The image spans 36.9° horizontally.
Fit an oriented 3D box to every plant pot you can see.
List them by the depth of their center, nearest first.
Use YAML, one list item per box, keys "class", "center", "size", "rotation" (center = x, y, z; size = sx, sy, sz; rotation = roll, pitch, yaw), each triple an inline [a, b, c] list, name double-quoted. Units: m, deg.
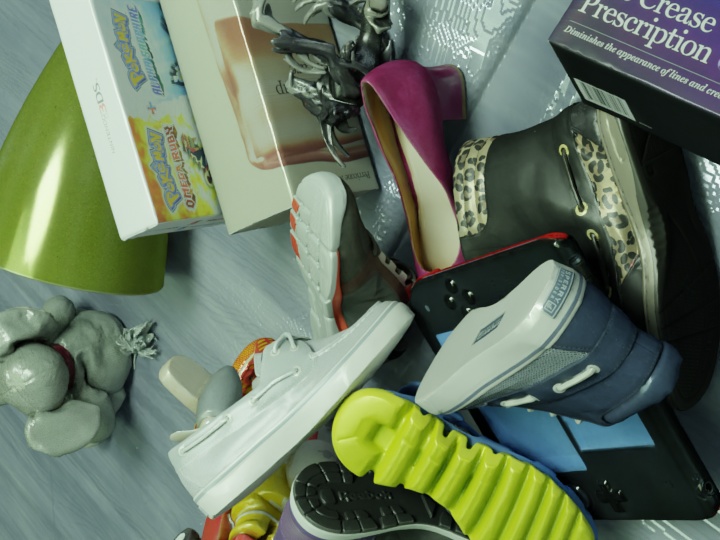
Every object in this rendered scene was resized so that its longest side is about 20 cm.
- class: "plant pot"
  center: [-0.250, -0.102, 1.000]
  size: [0.186, 0.186, 0.203]
  rotation: [22, 101, 38]

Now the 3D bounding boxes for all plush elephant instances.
- class: "plush elephant"
  center: [-0.319, 0.108, 1.115]
  size: [0.199, 0.154, 0.167]
  rotation: [-25, 83, 45]

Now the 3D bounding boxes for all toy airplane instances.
- class: "toy airplane"
  center: [-0.055, 0.159, 0.849]
  size: [0.141, 0.198, 0.202]
  rotation: [-30, 67, 46]

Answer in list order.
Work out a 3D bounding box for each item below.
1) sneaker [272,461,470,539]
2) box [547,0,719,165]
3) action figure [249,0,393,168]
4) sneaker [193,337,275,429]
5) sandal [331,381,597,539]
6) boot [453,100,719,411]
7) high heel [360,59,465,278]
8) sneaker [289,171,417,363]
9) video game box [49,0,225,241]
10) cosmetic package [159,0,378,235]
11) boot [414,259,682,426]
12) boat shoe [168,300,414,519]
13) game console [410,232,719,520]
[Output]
- class: "sneaker"
  center: [0.031, 0.190, 0.786]
  size: [0.076, 0.197, 0.088]
  rotation: [-105, 31, -48]
- class: "box"
  center: [0.219, -0.123, 0.548]
  size: [0.199, 0.079, 0.142]
  rotation: [33, 88, 33]
- class: "action figure"
  center: [-0.018, -0.184, 0.779]
  size: [0.101, 0.119, 0.203]
  rotation: [18, 109, 7]
- class: "sneaker"
  center: [-0.124, 0.137, 0.996]
  size: [0.077, 0.072, 0.202]
  rotation: [49, 128, 36]
- class: "sandal"
  center: [0.078, 0.137, 0.743]
  size: [0.199, 0.087, 0.080]
  rotation: [36, 107, 4]
- class: "boot"
  center: [0.142, -0.010, 0.697]
  size: [0.149, 0.073, 0.203]
  rotation: [-8, 102, 49]
- class: "high heel"
  center: [0.041, -0.046, 0.766]
  size: [0.067, 0.095, 0.203]
  rotation: [11, 108, 41]
- class: "sneaker"
  center: [0.000, 0.000, 0.804]
  size: [0.202, 0.081, 0.077]
  rotation: [85, 160, -47]
- class: "video game box"
  center: [-0.148, -0.134, 0.867]
  size: [0.046, 0.181, 0.203]
  rotation: [-18, 89, 32]
- class: "cosmetic package"
  center: [-0.072, -0.141, 0.848]
  size: [0.087, 0.103, 0.203]
  rotation: [-18, 89, 43]
- class: "boot"
  center: [0.102, 0.065, 0.642]
  size: [0.090, 0.073, 0.200]
  rotation: [34, 158, -4]
- class: "boat shoe"
  center: [-0.050, 0.083, 0.753]
  size: [0.200, 0.072, 0.069]
  rotation: [-44, 81, 5]
- class: "game console"
  center: [0.124, 0.077, 0.705]
  size: [0.202, 0.031, 0.176]
  rotation: [58, 153, -7]
